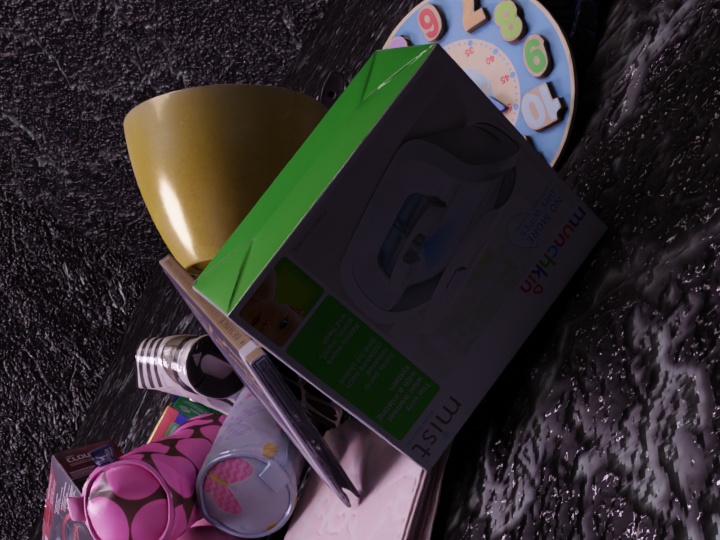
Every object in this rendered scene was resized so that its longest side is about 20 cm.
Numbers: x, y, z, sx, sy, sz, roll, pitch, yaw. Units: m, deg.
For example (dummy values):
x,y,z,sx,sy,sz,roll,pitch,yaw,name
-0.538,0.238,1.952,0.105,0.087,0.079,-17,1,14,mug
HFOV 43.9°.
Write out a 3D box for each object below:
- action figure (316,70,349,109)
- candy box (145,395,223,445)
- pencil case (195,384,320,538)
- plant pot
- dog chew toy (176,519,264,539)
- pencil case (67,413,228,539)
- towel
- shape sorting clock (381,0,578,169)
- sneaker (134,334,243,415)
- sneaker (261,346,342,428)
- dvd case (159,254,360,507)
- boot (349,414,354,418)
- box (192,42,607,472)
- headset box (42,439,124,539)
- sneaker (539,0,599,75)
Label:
x,y,z,sx,sy,sz,roll,pitch,yaw,name
0.005,-0.177,1.030,0.200,0.129,0.070,55,-138,-83,action figure
-0.225,0.224,1.114,0.170,0.077,0.200,-59,5,9,candy box
-0.079,0.149,0.795,0.090,0.084,0.200,-21,15,15,pencil case
-0.121,-0.073,0.854,0.200,0.198,0.144,155,112,-63,plant pot
-0.133,0.275,0.749,0.125,0.124,0.200,-53,3,22,dog chew toy
-0.168,0.181,0.791,0.093,0.092,0.200,-14,-3,13,pencil case
-0.002,0.185,0.650,0.200,0.032,0.192,-36,28,54,towel
0.084,-0.137,0.739,0.039,0.200,0.200,-5,-41,-55,shape sorting clock
-0.154,0.109,0.922,0.114,0.200,0.076,6,68,31,sneaker
-0.026,0.045,0.694,0.083,0.080,0.201,-42,-29,-36,sneaker
-0.081,0.078,0.673,0.016,0.149,0.200,-37,33,-13,dvd case
0.000,0.000,0.787,0.187,0.064,0.201,-62,32,24,boot
0.026,-0.009,0.576,0.201,0.176,0.097,-51,24,-6,box
-0.268,0.289,0.946,0.199,0.075,0.150,34,119,39,headset box
0.172,-0.220,0.784,0.201,0.075,0.078,-61,0,-12,sneaker
